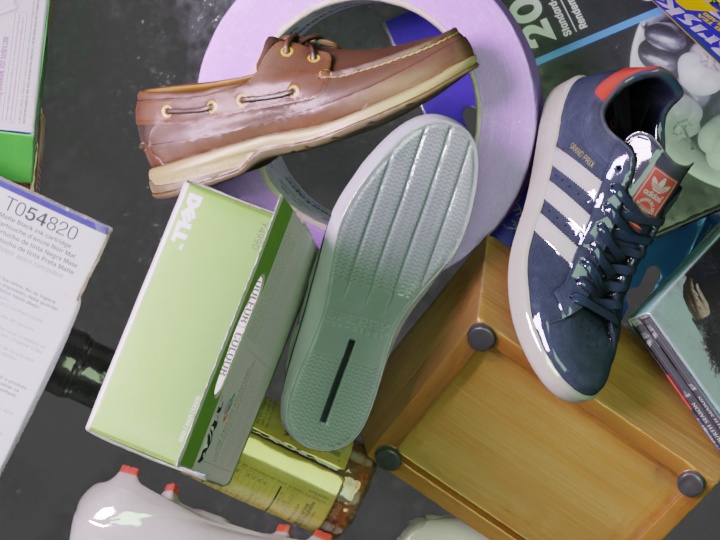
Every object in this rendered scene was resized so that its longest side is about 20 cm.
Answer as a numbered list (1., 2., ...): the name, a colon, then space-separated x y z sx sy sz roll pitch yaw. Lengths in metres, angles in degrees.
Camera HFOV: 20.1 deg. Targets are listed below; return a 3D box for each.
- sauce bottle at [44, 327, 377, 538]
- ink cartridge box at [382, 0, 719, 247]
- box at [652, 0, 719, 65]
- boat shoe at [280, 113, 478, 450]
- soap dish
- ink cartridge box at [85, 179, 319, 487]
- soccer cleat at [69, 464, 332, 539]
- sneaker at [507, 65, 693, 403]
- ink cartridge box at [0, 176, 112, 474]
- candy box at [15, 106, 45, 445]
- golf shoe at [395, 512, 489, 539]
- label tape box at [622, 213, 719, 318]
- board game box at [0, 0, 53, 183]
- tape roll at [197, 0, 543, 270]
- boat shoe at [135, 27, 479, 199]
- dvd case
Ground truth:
1. sauce bottle: -0.089 0.092 1.200 0.199 0.066 0.066 27 84 -4
2. ink cartridge box: 0.142 -0.108 1.233 0.199 0.043 0.199 -24 80 -7
3. box: 0.214 -0.179 1.201 0.200 0.064 0.070 45 75 6
4. boat shoe: 0.000 0.000 1.133 0.073 0.067 0.201 24 100 -18
5. soap dish: 0.110 0.095 1.182 0.200 0.081 0.158 35 125 -4
6. ink cartridge box: -0.086 0.029 1.069 0.075 0.200 0.148 21 83 6
7. soccer cleat: -0.076 0.182 1.192 0.199 0.069 0.078 19 65 1
8. sneaker: 0.137 -0.027 1.107 0.075 0.084 0.201 28 58 -39
9. ink cartridge box: -0.264 0.021 1.116 0.199 0.041 0.201 26 99 -11
10. candy box: -0.250 0.000 1.186 0.116 0.056 0.201 5 88 -7
11. golf shoe: 0.109 0.209 1.204 0.199 0.097 0.079 30 89 -4
12. label tape box: 0.244 0.054 1.245 0.199 0.066 0.144 29 84 -7
13. board game box: -0.279 -0.126 1.153 0.199 0.040 0.154 5 49 -7
14. tape roll: 0.006 -0.091 1.190 0.199 0.066 0.201 1 95 8
15. boat shoe: -0.034 -0.100 1.127 0.199 0.072 0.068 -18 95 13
16. dvd case: 0.250 0.068 1.164 0.146 0.022 0.200 -40 99 -39
